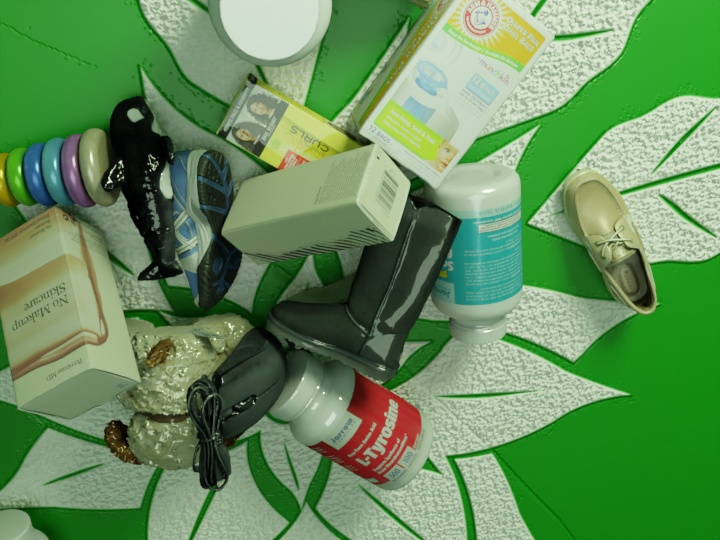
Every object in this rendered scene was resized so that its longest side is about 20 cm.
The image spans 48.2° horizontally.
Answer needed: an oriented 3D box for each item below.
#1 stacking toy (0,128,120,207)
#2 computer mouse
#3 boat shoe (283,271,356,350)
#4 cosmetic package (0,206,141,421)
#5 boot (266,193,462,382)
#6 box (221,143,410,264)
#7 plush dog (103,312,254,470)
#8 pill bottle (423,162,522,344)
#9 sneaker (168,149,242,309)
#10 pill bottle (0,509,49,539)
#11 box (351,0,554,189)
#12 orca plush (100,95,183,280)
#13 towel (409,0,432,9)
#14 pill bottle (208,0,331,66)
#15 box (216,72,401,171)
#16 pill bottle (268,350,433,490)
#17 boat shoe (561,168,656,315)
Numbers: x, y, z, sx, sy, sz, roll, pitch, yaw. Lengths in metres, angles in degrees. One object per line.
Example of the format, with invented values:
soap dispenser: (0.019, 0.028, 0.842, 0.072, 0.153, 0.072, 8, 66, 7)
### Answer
stacking toy: (-0.371, -0.100, 0.882, 0.199, 0.085, 0.086, -8, 113, 2)
computer mouse: (-0.124, 0.138, 0.900, 0.053, 0.200, 0.139, 5, 119, 15)
boat shoe: (-0.007, 0.043, 0.976, 0.199, 0.074, 0.060, -21, 113, 6)
cosmetic package: (-0.323, 0.047, 0.873, 0.103, 0.200, 0.087, -29, 155, 10)
boot: (0.001, 0.000, 0.890, 0.164, 0.066, 0.201, 23, 108, 6)
box: (-0.051, -0.066, 0.863, 0.200, 0.082, 0.068, -8, 142, 40)
plush dog: (-0.217, 0.151, 0.944, 0.199, 0.160, 0.172, -3, 102, -5)
pill bottle: (0.134, -0.017, 0.944, 0.110, 0.111, 0.201, -7, 112, -3)
sneaker: (-0.188, -0.049, 0.932, 0.077, 0.076, 0.201, 13, 119, 22)
pill bottle: (-0.457, 0.422, 1.069, 0.109, 0.109, 0.201, -5, 113, -3)
box: (0.093, -0.209, 0.866, 0.112, 0.101, 0.200, 33, 106, -18)
orca plush: (-0.250, -0.086, 0.869, 0.071, 0.105, 0.201, -10, 104, -39)
towel: (0.036, -0.341, 0.766, 0.036, 0.200, 0.149, 15, 101, 31)
pill bottle: (-0.085, -0.257, 0.767, 0.112, 0.200, 0.113, -2, 113, -5)
box: (-0.057, -0.138, 0.909, 0.200, 0.050, 0.075, 29, 106, -16)
pill bottle: (-0.015, 0.183, 1.003, 0.200, 0.112, 0.112, 34, 105, -24)
boat shoe: (0.309, -0.033, 0.979, 0.072, 0.065, 0.200, -28, 112, 6)
